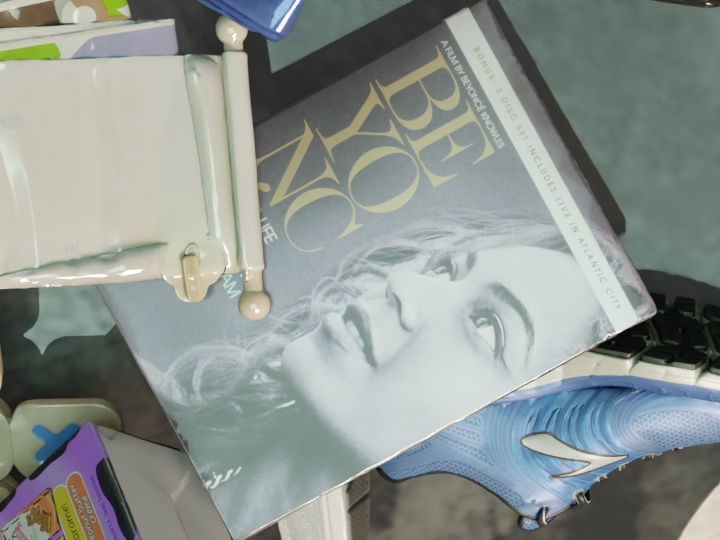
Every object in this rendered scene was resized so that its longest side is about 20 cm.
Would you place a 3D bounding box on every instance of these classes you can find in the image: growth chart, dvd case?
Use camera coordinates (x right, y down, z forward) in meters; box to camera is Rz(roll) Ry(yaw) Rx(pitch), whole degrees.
[{"bbox_3d":[-0.132,-0.055,1.027,0.199,0.018,0.145,2,86,-15],"label":"growth chart"},{"bbox_3d":[0.000,0.000,1.065,0.200,0.016,0.149,-29,89,1],"label":"dvd case"}]

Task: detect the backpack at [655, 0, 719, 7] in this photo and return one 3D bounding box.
[{"bbox_3d":[0.104,-0.230,1.013,0.163,0.154,0.200,17,124,3],"label":"backpack"}]

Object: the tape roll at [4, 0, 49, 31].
[{"bbox_3d":[-0.222,-0.082,1.083,0.202,0.071,0.203,0,105,1],"label":"tape roll"}]

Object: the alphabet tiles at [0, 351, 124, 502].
[{"bbox_3d":[-0.197,0.108,1.134,0.195,0.015,0.201,-2,120,2],"label":"alphabet tiles"}]

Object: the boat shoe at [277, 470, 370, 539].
[{"bbox_3d":[-0.040,0.050,1.114,0.065,0.074,0.203,-12,100,10],"label":"boat shoe"}]

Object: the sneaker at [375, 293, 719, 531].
[{"bbox_3d":[0.096,0.063,1.118,0.199,0.079,0.089,1,112,9],"label":"sneaker"}]

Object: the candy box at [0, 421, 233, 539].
[{"bbox_3d":[-0.129,0.192,1.072,0.200,0.168,0.071,-42,143,21],"label":"candy box"}]

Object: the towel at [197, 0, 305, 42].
[{"bbox_3d":[-0.047,-0.209,1.029,0.145,0.024,0.200,34,111,27],"label":"towel"}]
